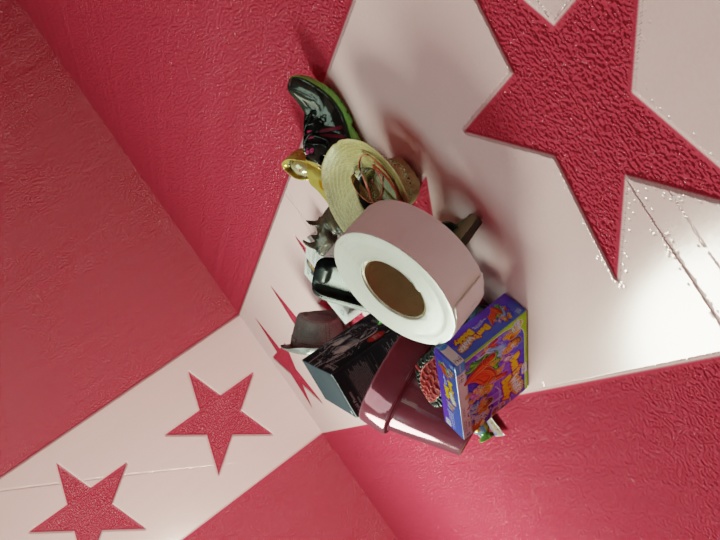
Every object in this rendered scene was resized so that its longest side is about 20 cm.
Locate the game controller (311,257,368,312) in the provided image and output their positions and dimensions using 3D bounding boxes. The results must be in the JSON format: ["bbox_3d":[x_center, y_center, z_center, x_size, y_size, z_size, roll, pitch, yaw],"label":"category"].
[{"bbox_3d":[0.015,0.033,1.408,0.199,0.042,0.105,15,133,-1],"label":"game controller"}]

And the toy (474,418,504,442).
[{"bbox_3d":[0.174,0.230,1.511,0.200,0.047,0.115,54,161,2],"label":"toy"}]

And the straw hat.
[{"bbox_3d":[0.038,-0.114,1.174,0.201,0.085,0.201,36,145,31],"label":"straw hat"}]

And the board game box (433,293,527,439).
[{"bbox_3d":[0.178,0.142,1.190,0.045,0.134,0.200,42,159,35],"label":"board game box"}]

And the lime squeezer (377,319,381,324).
[{"bbox_3d":[0.051,0.039,1.450,0.200,0.070,0.038,74,172,-54],"label":"lime squeezer"}]

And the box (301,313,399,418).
[{"bbox_3d":[0.007,0.182,1.638,0.104,0.182,0.200,59,163,-12],"label":"box"}]

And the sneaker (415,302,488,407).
[{"bbox_3d":[0.153,0.130,1.246,0.079,0.095,0.200,53,140,34],"label":"sneaker"}]

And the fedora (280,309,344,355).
[{"bbox_3d":[-0.103,0.142,1.966,0.200,0.176,0.091,-161,69,-75],"label":"fedora"}]

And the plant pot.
[{"bbox_3d":[0.123,0.211,1.395,0.179,0.200,0.200,29,156,13],"label":"plant pot"}]

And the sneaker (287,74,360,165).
[{"bbox_3d":[-0.055,-0.206,1.252,0.200,0.084,0.077,58,162,-10],"label":"sneaker"}]

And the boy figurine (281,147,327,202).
[{"bbox_3d":[-0.060,-0.155,1.401,0.200,0.064,0.124,41,161,30],"label":"boy figurine"}]

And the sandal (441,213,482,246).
[{"bbox_3d":[0.105,-0.038,1.140,0.057,0.080,0.201,33,154,-4],"label":"sandal"}]

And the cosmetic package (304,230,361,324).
[{"bbox_3d":[-0.052,0.013,1.717,0.151,0.052,0.200,48,162,14],"label":"cosmetic package"}]

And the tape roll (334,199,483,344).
[{"bbox_3d":[0.063,0.005,1.098,0.202,0.071,0.203,32,151,20],"label":"tape roll"}]

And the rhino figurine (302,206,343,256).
[{"bbox_3d":[-0.013,-0.072,1.296,0.200,0.060,0.088,-17,98,34],"label":"rhino figurine"}]
